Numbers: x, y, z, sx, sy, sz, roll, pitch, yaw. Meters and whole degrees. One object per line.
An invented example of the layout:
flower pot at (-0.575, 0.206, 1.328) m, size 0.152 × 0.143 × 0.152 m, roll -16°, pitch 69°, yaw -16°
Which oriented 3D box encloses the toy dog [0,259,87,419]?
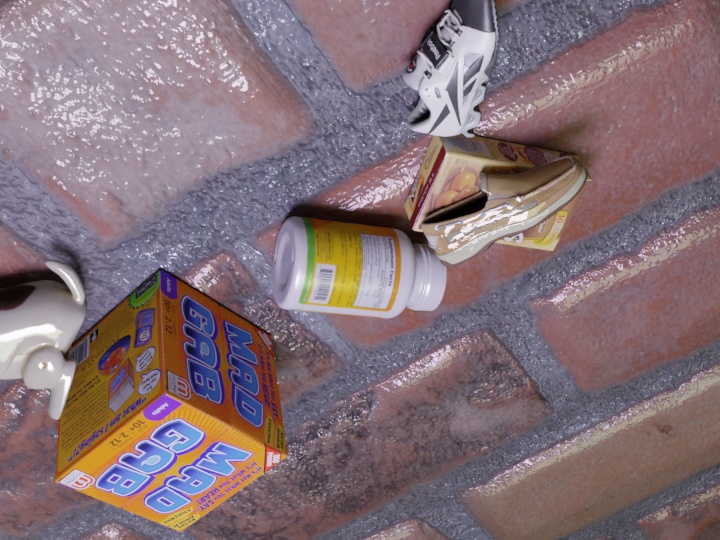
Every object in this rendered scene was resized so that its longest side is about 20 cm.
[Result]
toy dog at (-0.431, 0.070, 1.117) m, size 0.198 × 0.140 × 0.195 m, roll 13°, pitch 126°, yaw -22°

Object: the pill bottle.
pill bottle at (0.000, 0.000, 1.176) m, size 0.198 × 0.112 × 0.112 m, roll 6°, pitch 131°, yaw -20°

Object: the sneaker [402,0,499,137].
sneaker at (0.092, -0.223, 1.016) m, size 0.088 × 0.074 × 0.201 m, roll -5°, pitch 133°, yaw -12°

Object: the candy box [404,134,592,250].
candy box at (0.166, -0.095, 1.168) m, size 0.198 × 0.056 × 0.116 m, roll 8°, pitch 129°, yaw -19°

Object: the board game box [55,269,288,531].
board game box at (-0.239, 0.168, 1.209) m, size 0.199 × 0.201 × 0.199 m, roll -37°, pitch 131°, yaw 21°

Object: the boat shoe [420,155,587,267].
boat shoe at (0.161, -0.081, 1.100) m, size 0.199 × 0.072 × 0.076 m, roll -32°, pitch 114°, yaw 12°
